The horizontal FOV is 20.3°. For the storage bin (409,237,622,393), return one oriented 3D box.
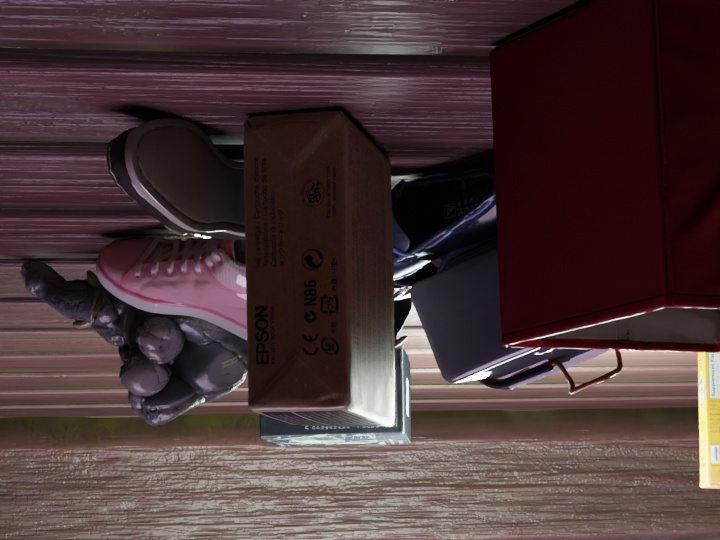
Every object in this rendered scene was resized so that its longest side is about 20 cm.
[{"bbox_3d":[0.141,0.025,1.545,0.199,0.146,0.134,-24,176,24],"label":"storage bin"}]

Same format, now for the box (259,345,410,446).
[{"bbox_3d":[-0.032,0.173,2.741,0.195,0.125,0.200,0,171,4],"label":"box"}]

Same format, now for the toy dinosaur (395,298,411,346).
[{"bbox_3d":[0.002,0.027,1.925,0.102,0.078,0.200,-13,-172,-29],"label":"toy dinosaur"}]

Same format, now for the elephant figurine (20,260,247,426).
[{"bbox_3d":[-0.197,0.043,1.879,0.200,0.141,0.156,37,164,51],"label":"elephant figurine"}]

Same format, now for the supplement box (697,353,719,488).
[{"bbox_3d":[0.484,0.187,2.671,0.068,0.202,0.067,2,172,0],"label":"supplement box"}]

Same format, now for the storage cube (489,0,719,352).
[{"bbox_3d":[0.190,-0.053,1.140,0.170,0.181,0.200,3,169,-27],"label":"storage cube"}]

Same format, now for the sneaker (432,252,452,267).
[{"bbox_3d":[0.117,-0.013,1.727,0.199,0.071,0.098,4,167,-41],"label":"sneaker"}]

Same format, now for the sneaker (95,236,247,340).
[{"bbox_3d":[-0.137,-0.010,1.745,0.199,0.075,0.105,19,136,15],"label":"sneaker"}]

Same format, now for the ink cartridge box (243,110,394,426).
[{"bbox_3d":[-0.026,0.005,1.400,0.075,0.202,0.165,-3,170,11],"label":"ink cartridge box"}]

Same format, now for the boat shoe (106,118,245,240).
[{"bbox_3d":[-0.121,-0.057,1.396,0.060,0.072,0.201,-2,169,28],"label":"boat shoe"}]

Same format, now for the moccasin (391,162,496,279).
[{"bbox_3d":[0.040,-0.047,1.542,0.199,0.081,0.068,-24,157,30],"label":"moccasin"}]

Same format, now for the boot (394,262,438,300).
[{"bbox_3d":[0.000,0.000,1.795,0.199,0.070,0.132,-11,-179,-22],"label":"boot"}]
